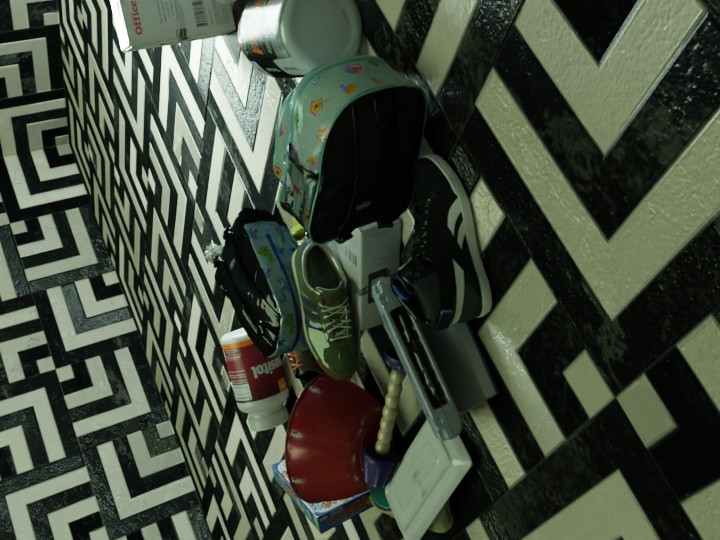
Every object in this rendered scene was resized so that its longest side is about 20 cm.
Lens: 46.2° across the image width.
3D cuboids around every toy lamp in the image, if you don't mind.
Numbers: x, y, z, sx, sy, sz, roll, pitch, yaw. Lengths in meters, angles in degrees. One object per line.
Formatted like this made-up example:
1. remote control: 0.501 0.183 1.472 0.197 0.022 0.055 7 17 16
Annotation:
1. toy lamp: 0.041 0.215 1.207 0.058 0.057 0.204 35 118 53

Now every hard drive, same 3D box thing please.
1. hard drive: 0.103 0.083 1.091 0.203 0.025 0.132 68 155 15

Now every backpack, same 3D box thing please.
1. backpack: -0.133 0.033 1.284 0.165 0.151 0.202 -62 35 36
2. backpack: -0.013 -0.158 1.020 0.154 0.173 0.202 52 144 31

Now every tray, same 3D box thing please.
1. tray: 0.084 0.288 1.177 0.202 0.022 0.108 -64 38 33

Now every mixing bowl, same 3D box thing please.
1. mixing bowl: -0.017 0.265 1.298 0.106 0.199 0.205 3 110 34

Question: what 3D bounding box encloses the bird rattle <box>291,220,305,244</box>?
1. bird rattle: -0.095 0.020 1.397 0.161 0.112 0.204 5 113 47

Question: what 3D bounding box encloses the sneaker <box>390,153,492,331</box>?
1. sneaker: 0.076 -0.032 0.978 0.073 0.110 0.204 -31 76 63

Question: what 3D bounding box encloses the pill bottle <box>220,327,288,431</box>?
1. pill bottle: -0.212 0.220 1.740 0.112 0.111 0.205 -4 101 65

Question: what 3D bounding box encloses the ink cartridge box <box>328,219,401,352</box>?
1. ink cartridge box: 0.000 0.000 1.211 0.116 0.066 0.204 44 142 47

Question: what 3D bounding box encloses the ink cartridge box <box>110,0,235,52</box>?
1. ink cartridge box: -0.336 -0.477 1.484 0.084 0.196 0.149 12 115 62

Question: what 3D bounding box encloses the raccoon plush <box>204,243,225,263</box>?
1. raccoon plush: -0.205 0.013 1.521 0.135 0.196 0.098 -61 29 30

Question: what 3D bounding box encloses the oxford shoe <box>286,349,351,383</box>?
1. oxford shoe: -0.094 0.130 1.391 0.200 0.073 0.071 48 133 -9

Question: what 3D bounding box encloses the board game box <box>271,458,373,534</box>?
1. board game box: -0.057 0.368 1.470 0.199 0.133 0.035 25 132 58

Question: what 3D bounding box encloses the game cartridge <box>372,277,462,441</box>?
1. game cartridge: 0.069 0.110 1.046 0.133 0.041 0.203 53 -168 -82

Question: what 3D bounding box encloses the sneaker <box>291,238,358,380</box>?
1. sneaker: -0.047 0.049 1.176 0.090 0.066 0.204 134 119 -68

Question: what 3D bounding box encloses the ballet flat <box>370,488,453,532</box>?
1. ballet flat: 0.078 0.357 1.272 0.199 0.068 0.071 -14 92 65

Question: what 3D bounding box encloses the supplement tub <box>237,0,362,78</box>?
1. supplement tub: -0.090 -0.325 1.145 0.199 0.120 0.125 20 123 60

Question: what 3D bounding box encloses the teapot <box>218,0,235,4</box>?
1. teapot: -0.213 -0.519 1.277 0.201 0.146 0.197 49 -176 0
